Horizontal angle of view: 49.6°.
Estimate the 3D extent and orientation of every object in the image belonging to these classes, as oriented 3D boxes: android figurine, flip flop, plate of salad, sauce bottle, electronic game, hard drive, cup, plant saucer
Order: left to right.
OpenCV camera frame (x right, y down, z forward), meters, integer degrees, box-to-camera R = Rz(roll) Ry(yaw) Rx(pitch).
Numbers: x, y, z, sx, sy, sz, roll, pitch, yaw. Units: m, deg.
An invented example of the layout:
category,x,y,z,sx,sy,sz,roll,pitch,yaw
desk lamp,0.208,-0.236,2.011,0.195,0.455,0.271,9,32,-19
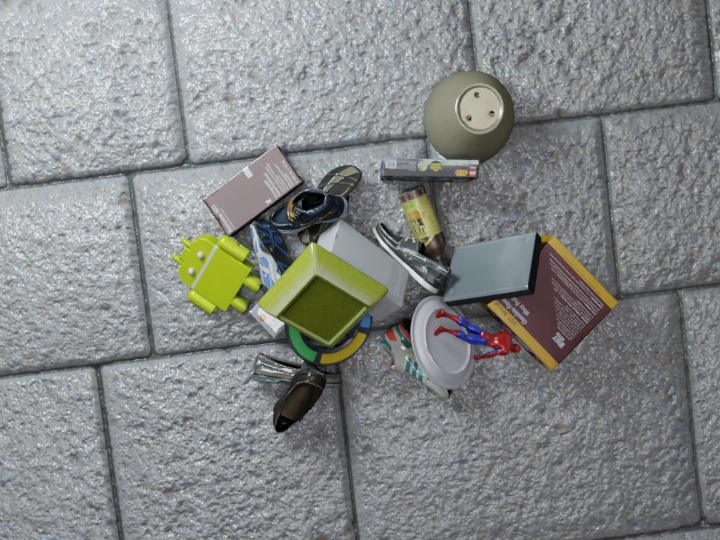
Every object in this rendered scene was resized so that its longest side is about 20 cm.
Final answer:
category,x,y,z,sx,sy,sz,roll,pitch,yaw
android figurine,-0.309,0.005,1.666,0.199,0.041,0.183,35,115,-5
plant saucer,-0.076,0.068,1.564,0.198,0.048,0.200,31,122,-24
electronic game,-0.067,0.109,1.670,0.197,0.042,0.203,-6,108,-19
flip flop,-0.063,-0.138,1.676,0.081,0.057,0.202,35,96,37
sauce bottle,0.145,-0.082,1.681,0.064,0.065,0.203,-23,95,0
plate of salad,0.172,0.155,1.662,0.198,0.048,0.203,18,63,-37
cup,0.237,-0.329,1.631,0.197,0.143,0.204,0,93,-1
hard drive,0.273,-0.001,1.618,0.033,0.198,0.141,43,50,-37

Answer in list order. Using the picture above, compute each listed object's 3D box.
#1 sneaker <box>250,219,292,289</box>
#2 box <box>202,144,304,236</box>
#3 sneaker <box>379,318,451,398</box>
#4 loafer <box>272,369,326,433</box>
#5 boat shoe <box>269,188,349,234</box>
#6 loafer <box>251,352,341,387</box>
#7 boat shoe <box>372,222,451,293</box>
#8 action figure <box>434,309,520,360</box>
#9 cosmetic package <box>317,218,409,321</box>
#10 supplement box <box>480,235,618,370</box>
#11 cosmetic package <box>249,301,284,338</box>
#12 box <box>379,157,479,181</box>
category,x,y,z,sx,sy,sz,roll,pitch,yaw
sneaker,-0.190,-0.017,1.633,0.077,0.075,0.202,-41,64,36
box,-0.228,-0.170,1.665,0.199,0.075,0.101,-37,94,3
sneaker,0.119,0.205,1.706,0.093,0.070,0.201,-33,99,23
loafer,-0.130,0.283,1.644,0.072,0.072,0.201,21,133,-13
boat shoe,-0.127,-0.129,1.623,0.198,0.091,0.072,-11,73,29
loafer,-0.137,0.217,1.692,0.196,0.072,0.064,4,87,0
boat shoe,0.108,-0.040,1.659,0.200,0.072,0.068,43,105,21
action figure,0.243,0.149,1.660,0.197,0.099,0.066,18,60,-12
cosmetic package,0.000,0.000,1.625,0.199,0.109,0.085,36,136,-19
supplement box,0.394,0.065,1.661,0.197,0.133,0.200,44,91,-3
cosmetic package,-0.144,0.046,1.689,0.083,0.051,0.200,44,91,-2
box,0.141,-0.210,1.638,0.196,0.137,0.041,1,93,-1
